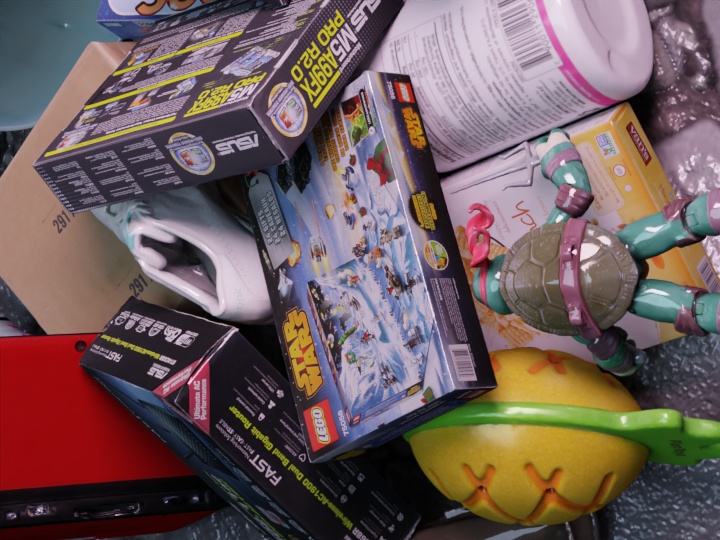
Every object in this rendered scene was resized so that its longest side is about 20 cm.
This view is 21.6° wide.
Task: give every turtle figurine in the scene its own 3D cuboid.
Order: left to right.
[{"bbox_3d":[0.138,0.001,1.079,0.200,0.101,0.150,-2,112,31],"label":"turtle figurine"}]

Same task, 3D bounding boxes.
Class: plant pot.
[{"bbox_3d":[-0.292,-0.213,1.371,0.161,0.200,0.201,18,106,46],"label":"plant pot"}]

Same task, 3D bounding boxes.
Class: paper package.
[{"bbox_3d":[-0.154,-0.036,1.345,0.191,0.103,0.200,48,118,19],"label":"paper package"}]

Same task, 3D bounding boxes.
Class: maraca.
[{"bbox_3d":[0.124,0.101,1.145,0.200,0.137,0.107,0,76,17],"label":"maraca"}]

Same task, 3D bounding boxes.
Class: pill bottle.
[{"bbox_3d":[0.071,-0.128,1.175,0.200,0.113,0.114,-21,84,34],"label":"pill bottle"}]

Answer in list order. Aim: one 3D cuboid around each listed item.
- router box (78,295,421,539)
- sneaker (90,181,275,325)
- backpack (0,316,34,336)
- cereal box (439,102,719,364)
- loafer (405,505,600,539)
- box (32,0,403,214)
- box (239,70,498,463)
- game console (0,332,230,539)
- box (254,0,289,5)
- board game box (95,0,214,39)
[{"bbox_3d":[-0.074,0.110,1.233,0.062,0.200,0.150,-50,27,-15],"label":"router box"},{"bbox_3d":[-0.130,-0.032,1.215,0.200,0.088,0.075,34,114,27],"label":"sneaker"},{"bbox_3d":[-0.295,0.124,1.404,0.126,0.200,0.167,27,130,31],"label":"backpack"},{"bbox_3d":[0.110,-0.004,1.181,0.200,0.040,0.144,-22,104,33],"label":"cereal box"},{"bbox_3d":[0.067,0.193,1.239,0.200,0.071,0.073,-26,81,33],"label":"loafer"},{"bbox_3d":[-0.089,-0.115,1.169,0.200,0.160,0.044,-11,125,41],"label":"box"},{"bbox_3d":[0.000,0.000,1.133,0.137,0.040,0.200,-30,68,44],"label":"box"},{"bbox_3d":[-0.195,0.121,1.320,0.172,0.200,0.119,-33,62,58],"label":"game console"},{"bbox_3d":[-0.058,-0.255,1.213,0.143,0.200,0.036,11,145,37],"label":"box"},{"bbox_3d":[-0.080,-0.225,1.285,0.200,0.034,0.136,3,74,34],"label":"board game box"}]
